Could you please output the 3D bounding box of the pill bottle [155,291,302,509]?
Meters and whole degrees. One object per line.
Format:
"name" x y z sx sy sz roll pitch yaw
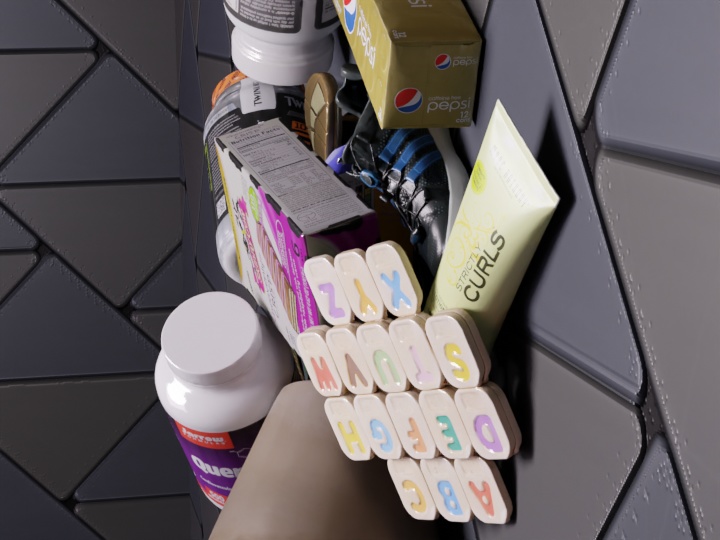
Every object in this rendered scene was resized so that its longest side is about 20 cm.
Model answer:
"pill bottle" -0.099 0.107 1.362 0.200 0.112 0.113 74 -177 -51

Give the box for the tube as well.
"tube" 0.075 -0.010 1.021 0.052 0.058 0.200 -59 -8 -38

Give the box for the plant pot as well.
"plant pot" -0.018 0.183 1.255 0.200 0.199 0.175 118 164 -69

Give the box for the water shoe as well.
"water shoe" 0.027 -0.066 1.171 0.072 0.078 0.201 100 163 -48

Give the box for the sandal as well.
"sandal" -0.010 -0.096 1.437 0.201 0.054 0.081 78 173 -50

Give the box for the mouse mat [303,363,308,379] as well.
"mouse mat" -0.042 0.120 1.605 0.201 0.007 0.162 80 173 -51

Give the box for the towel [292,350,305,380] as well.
"towel" -0.043 0.157 1.561 0.200 0.022 0.146 -127 23 -75

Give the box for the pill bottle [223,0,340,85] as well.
"pill bottle" -0.064 -0.273 1.493 0.117 0.116 0.201 -106 17 -49

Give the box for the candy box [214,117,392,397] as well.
"candy box" -0.042 -0.014 1.256 0.200 0.061 0.137 -132 29 -57

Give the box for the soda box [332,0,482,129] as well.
"soda box" 0.029 -0.176 1.176 0.200 0.064 0.068 -109 20 -53

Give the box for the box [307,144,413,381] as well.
"box" 0.000 0.000 1.330 0.119 0.041 0.201 -12 74 63

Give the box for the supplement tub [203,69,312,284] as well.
"supplement tub" -0.087 -0.093 1.632 0.123 0.122 0.201 104 160 -55

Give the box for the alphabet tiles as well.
"alphabet tiles" 0.027 0.078 1.103 0.200 0.015 0.197 -10 105 57
